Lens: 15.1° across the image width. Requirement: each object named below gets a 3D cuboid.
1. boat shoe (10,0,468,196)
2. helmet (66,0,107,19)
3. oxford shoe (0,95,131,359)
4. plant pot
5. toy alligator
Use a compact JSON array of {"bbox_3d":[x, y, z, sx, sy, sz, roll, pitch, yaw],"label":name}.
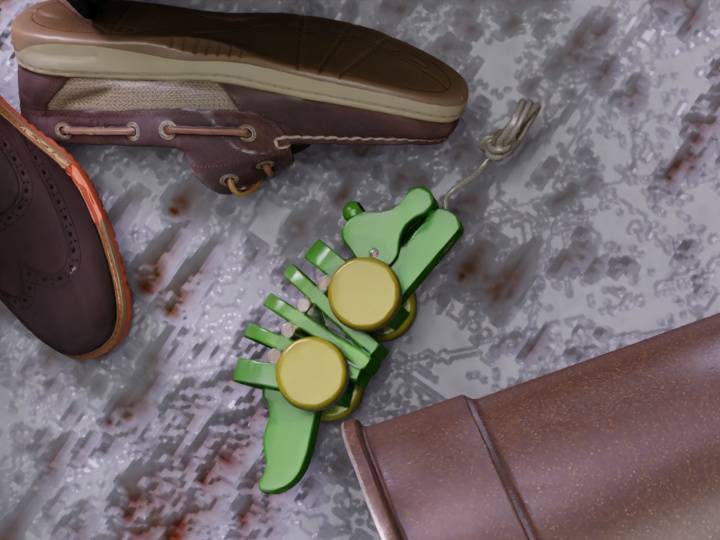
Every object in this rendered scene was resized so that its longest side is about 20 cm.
[{"bbox_3d":[-0.053,-0.068,1.167,0.200,0.072,0.072,7,114,9],"label":"boat shoe"},{"bbox_3d":[-0.077,-0.205,1.107,0.200,0.191,0.200,-1,71,4],"label":"helmet"},{"bbox_3d":[-0.172,-0.040,1.152,0.071,0.073,0.200,-33,96,26],"label":"oxford shoe"},{"bbox_3d":[0.122,0.109,1.050,0.198,0.200,0.200,-25,80,0],"label":"plant pot"},{"bbox_3d":[0.000,0.000,1.147,0.054,0.059,0.200,33,88,11],"label":"toy alligator"}]
